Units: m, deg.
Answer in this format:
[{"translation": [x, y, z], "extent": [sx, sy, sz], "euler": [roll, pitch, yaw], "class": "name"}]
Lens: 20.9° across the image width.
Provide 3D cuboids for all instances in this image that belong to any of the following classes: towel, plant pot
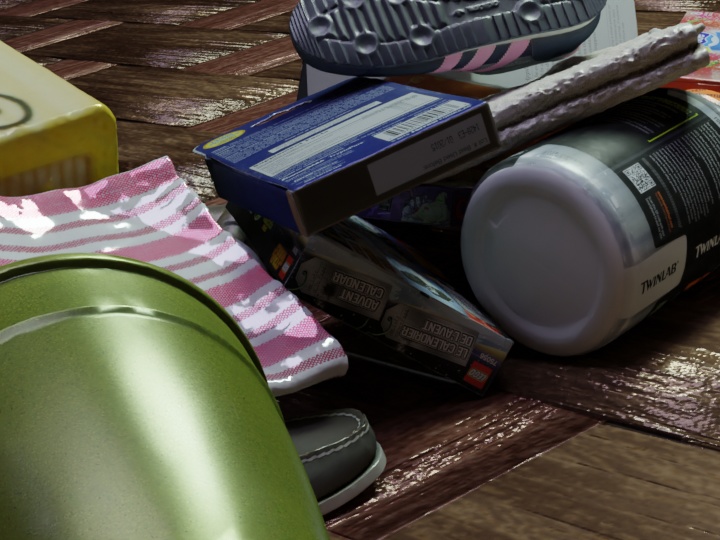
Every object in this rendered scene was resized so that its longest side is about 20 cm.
[{"translation": [0.111, -0.103, 1.191], "extent": [0.199, 0.035, 0.133], "euler": [-23, 5, -2], "class": "towel"}, {"translation": [-0.090, 0.124, 0.734], "extent": [0.199, 0.202, 0.193], "euler": [-16, 30, -19], "class": "plant pot"}, {"translation": [-0.117, 0.008, 1.026], "extent": [0.145, 0.030, 0.200], "euler": [-14, 40, -33], "class": "towel"}]

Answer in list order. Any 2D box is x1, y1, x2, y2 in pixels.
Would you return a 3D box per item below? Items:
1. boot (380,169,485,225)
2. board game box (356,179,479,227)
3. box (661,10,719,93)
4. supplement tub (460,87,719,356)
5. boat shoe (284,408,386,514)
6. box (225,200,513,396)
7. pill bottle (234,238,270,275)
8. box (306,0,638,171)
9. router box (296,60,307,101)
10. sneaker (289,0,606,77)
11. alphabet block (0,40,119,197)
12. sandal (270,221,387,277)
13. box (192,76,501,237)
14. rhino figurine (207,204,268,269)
[{"translation": [-0.004, -0.066, 1.449], "extent": [0.143, 0.072, 0.201], "euler": [-5, 4, 35], "class": "boot"}, {"translation": [0.083, -0.047, 1.316], "extent": [0.119, 0.033, 0.199], "euler": [13, 10, 43], "class": "board game box"}, {"translation": [0.259, -0.112, 1.377], "extent": [0.095, 0.101, 0.200], "euler": [6, 22, 15], "class": "box"}, {"translation": [0.161, -0.037, 1.177], "extent": [0.122, 0.124, 0.199], "euler": [5, 23, 40], "class": "supplement tub"}, {"translation": [-0.084, 0.101, 0.978], "extent": [0.200, 0.061, 0.072], "euler": [-15, 18, -15], "class": "boat shoe"}, {"translation": [0.000, 0.000, 1.161], "extent": [0.136, 0.040, 0.200], "euler": [28, 7, -18], "class": "box"}, {"translation": [-0.138, 0.047, 1.093], "extent": [0.112, 0.113, 0.199], "euler": [5, 23, 40], "class": "pill bottle"}, {"translation": [0.077, -0.140, 1.337], "extent": [0.198, 0.098, 0.124], "euler": [8, -22, -28], "class": "box"}, {"translation": [0.066, -0.130, 1.540], "extent": [0.148, 0.052, 0.199], "euler": [10, 0, -40], "class": "router box"}, {"translation": [0.052, -0.143, 1.212], "extent": [0.198, 0.071, 0.082], "euler": [-6, -22, -8], "class": "sneaker"}, {"translation": [-0.271, -0.021, 1.176], "extent": [0.194, 0.198, 0.200], "euler": [-22, 35, -31], "class": "alphabet block"}, {"translation": [-0.079, -0.021, 1.393], "extent": [0.198, 0.043, 0.076], "euler": [-7, 17, 8], "class": "sandal"}, {"translation": [-0.014, -0.069, 1.114], "extent": [0.120, 0.033, 0.200], "euler": [-25, 19, -15], "class": "box"}, {"translation": [-0.085, -0.013, 1.320], "extent": [0.198, 0.060, 0.088], "euler": [-5, 34, 9], "class": "rhino figurine"}]
